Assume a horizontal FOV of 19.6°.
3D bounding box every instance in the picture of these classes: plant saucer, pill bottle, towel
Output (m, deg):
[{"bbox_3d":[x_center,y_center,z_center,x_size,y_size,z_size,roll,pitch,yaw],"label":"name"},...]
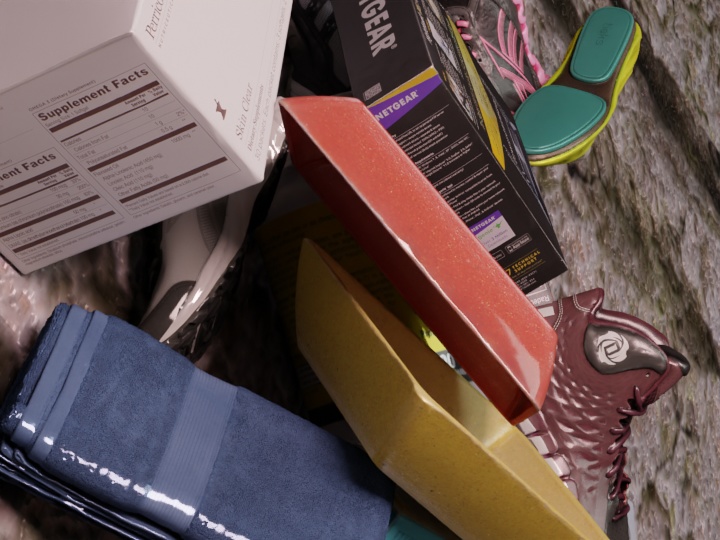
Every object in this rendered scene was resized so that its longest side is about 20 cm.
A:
[{"bbox_3d":[0.046,0.091,1.106,0.200,0.048,0.200,43,4,-30],"label":"plant saucer"},{"bbox_3d":[0.000,0.000,1.267,0.114,0.114,0.202,-7,78,-63],"label":"pill bottle"},{"bbox_3d":[-0.081,0.098,1.028,0.199,0.049,0.112,28,41,-7],"label":"towel"},{"bbox_3d":[0.036,-0.008,1.110,0.200,0.037,0.200,49,-4,5],"label":"plant saucer"}]

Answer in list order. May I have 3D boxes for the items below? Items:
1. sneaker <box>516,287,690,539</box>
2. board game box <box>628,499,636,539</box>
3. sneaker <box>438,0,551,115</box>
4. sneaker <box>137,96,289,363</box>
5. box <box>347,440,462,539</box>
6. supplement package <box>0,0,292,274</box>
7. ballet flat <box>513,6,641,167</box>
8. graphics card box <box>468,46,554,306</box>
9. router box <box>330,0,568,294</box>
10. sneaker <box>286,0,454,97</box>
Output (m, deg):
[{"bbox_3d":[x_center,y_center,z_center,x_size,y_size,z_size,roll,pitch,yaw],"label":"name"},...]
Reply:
[{"bbox_3d":[0.159,0.104,1.280,0.076,0.115,0.201,-49,115,-78],"label":"sneaker"},{"bbox_3d":[0.121,0.210,1.324,0.200,0.043,0.200,37,41,-46],"label":"board game box"},{"bbox_3d":[0.091,-0.158,1.606,0.201,0.079,0.096,56,41,-24],"label":"sneaker"},{"bbox_3d":[-0.097,-0.023,1.164,0.079,0.074,0.201,20,54,-2],"label":"sneaker"},{"bbox_3d":[0.063,0.171,1.150,0.199,0.049,0.082,33,10,-31],"label":"box"},{"bbox_3d":[-0.128,-0.126,1.061,0.111,0.155,0.201,47,35,-37],"label":"supplement package"},{"bbox_3d":[0.168,-0.125,1.609,0.200,0.066,0.067,-55,154,-40],"label":"ballet flat"},{"bbox_3d":[0.077,-0.046,1.455,0.125,0.050,0.201,133,-62,-82],"label":"graphics card box"},{"bbox_3d":[0.048,-0.093,1.232,0.158,0.052,0.200,54,13,-29],"label":"router box"},{"bbox_3d":[-0.003,-0.175,1.377,0.075,0.113,0.202,-11,83,-63],"label":"sneaker"}]
